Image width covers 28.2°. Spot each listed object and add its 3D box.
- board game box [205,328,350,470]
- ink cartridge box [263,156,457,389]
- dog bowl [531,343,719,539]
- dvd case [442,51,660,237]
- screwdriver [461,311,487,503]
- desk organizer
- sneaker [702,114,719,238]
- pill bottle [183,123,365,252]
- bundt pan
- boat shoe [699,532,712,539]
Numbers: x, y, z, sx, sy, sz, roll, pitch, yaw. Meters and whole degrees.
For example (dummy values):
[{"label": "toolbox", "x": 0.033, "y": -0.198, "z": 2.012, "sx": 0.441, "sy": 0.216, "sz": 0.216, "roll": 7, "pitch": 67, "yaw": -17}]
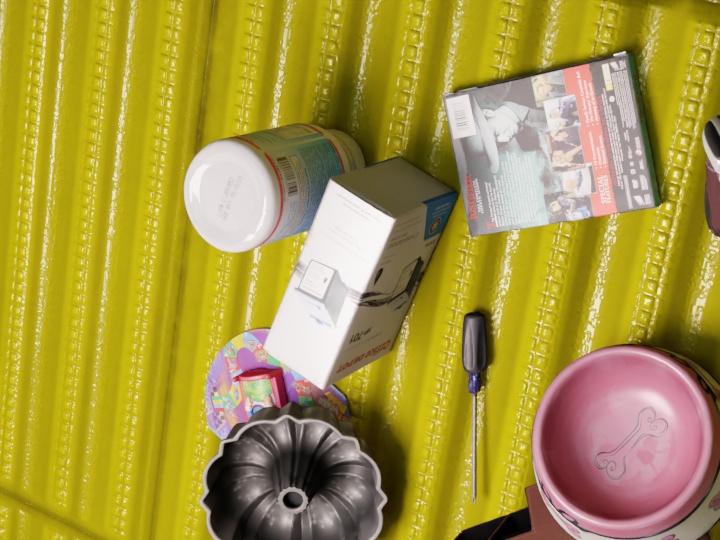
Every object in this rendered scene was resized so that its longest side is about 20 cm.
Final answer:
[{"label": "board game box", "x": -0.103, "y": 0.166, "z": 1.599, "sx": 0.200, "sy": 0.039, "sz": 0.159, "roll": 40, "pitch": 119, "yaw": 17}, {"label": "ink cartridge box", "x": 0.000, "y": 0.000, "z": 1.435, "sx": 0.085, "sy": 0.146, "sz": 0.202, "roll": 31, "pitch": 116, "yaw": 20}, {"label": "dog bowl", "x": 0.245, "y": 0.158, "z": 1.310, "sx": 0.198, "sy": 0.074, "sz": 0.203, "roll": -8, "pitch": 69, "yaw": 20}, {"label": "dvd case", "x": 0.180, "y": -0.117, "z": 1.372, "sx": 0.198, "sy": 0.022, "sz": 0.148, "roll": -9, "pitch": 96, "yaw": 32}, {"label": "screwdriver", "x": 0.115, "y": 0.141, "z": 1.468, "sx": 0.029, "sy": 0.028, "sz": 0.203, "roll": 26, "pitch": 118, "yaw": 58}, {"label": "desk organizer", "x": 0.163, "y": 0.266, "z": 1.426, "sx": 0.199, "sy": 0.071, "sz": 0.078, "roll": -27, "pitch": 59, "yaw": 33}, {"label": "sneaker", "x": 0.344, "y": -0.030, "z": 1.228, "sx": 0.075, "sy": 0.116, "sz": 0.202, "roll": -10, "pitch": 58, "yaw": 1}, {"label": "pill bottle", "x": -0.078, "y": -0.088, "z": 1.430, "sx": 0.108, "sy": 0.199, "sz": 0.110, "roll": 7, "pitch": 105, "yaw": 30}, {"label": "bundt pan", "x": -0.070, "y": 0.229, "z": 1.540, "sx": 0.199, "sy": 0.076, "sz": 0.204, "roll": 1, "pitch": 112, "yaw": 2}, {"label": "boat shoe", "x": 0.281, "y": 0.315, "z": 1.387, "sx": 0.070, "sy": 0.071, "sz": 0.201, "roll": 25, "pitch": 124, "yaw": -17}]
